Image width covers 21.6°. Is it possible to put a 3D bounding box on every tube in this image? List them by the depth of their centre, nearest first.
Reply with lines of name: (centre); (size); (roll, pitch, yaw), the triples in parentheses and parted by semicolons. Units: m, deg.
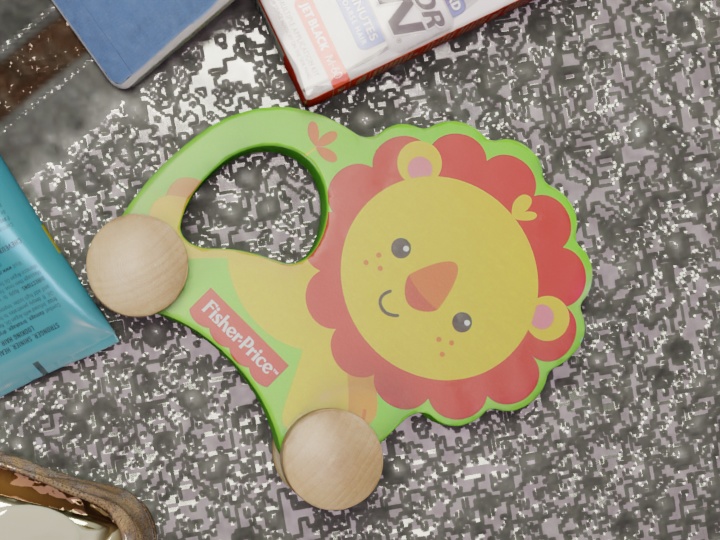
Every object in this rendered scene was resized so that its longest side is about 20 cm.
tube: (-0.193, -0.038, 0.880); (0.077, 0.050, 0.200); (-25, 97, 17)

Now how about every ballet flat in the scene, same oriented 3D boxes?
ballet flat: (-0.191, 0.105, 0.875); (0.200, 0.067, 0.068); (11, 92, -3)

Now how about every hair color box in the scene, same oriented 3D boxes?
hair color box: (0.041, -0.168, 0.874); (0.200, 0.064, 0.111); (-26, 93, -2)

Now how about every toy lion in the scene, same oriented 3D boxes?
toy lion: (0.000, 0.000, 0.886); (0.200, 0.069, 0.192); (44, 83, -3)

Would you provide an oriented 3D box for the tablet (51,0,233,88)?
tablet: (-0.132, -0.189, 0.848); (0.200, 0.130, 0.014); (54, 47, -4)
